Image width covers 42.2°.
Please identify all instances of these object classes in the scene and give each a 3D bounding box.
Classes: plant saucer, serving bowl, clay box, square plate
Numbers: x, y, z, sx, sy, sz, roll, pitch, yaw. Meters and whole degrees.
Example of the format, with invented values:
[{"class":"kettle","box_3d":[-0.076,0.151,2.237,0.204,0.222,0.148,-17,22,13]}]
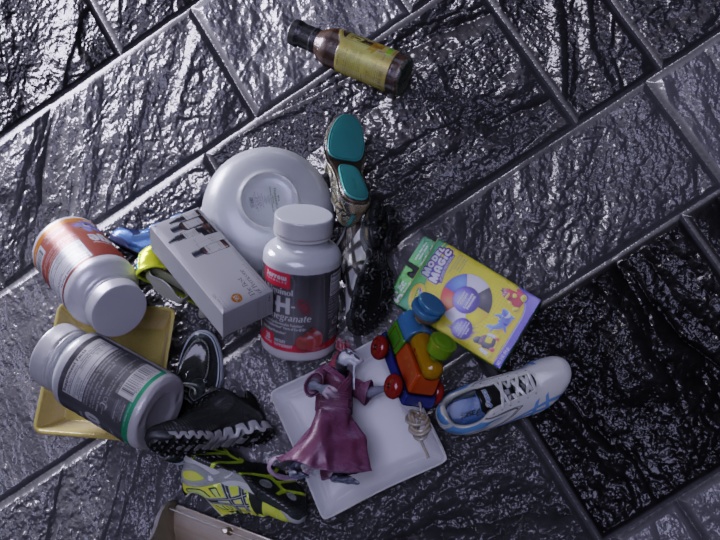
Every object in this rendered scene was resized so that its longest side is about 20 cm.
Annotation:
[{"class":"plant saucer","box_3d":[-0.374,0.154,1.398,0.198,0.048,0.202,2,73,14]},{"class":"serving bowl","box_3d":[-0.135,-0.093,1.369,0.198,0.066,0.202,2,76,-6]},{"class":"clay box","box_3d":[0.143,0.041,1.326,0.199,0.048,0.115,31,87,14]},{"class":"square plate","box_3d":[-0.004,0.221,1.333,0.199,0.028,0.199,-27,76,6]}]

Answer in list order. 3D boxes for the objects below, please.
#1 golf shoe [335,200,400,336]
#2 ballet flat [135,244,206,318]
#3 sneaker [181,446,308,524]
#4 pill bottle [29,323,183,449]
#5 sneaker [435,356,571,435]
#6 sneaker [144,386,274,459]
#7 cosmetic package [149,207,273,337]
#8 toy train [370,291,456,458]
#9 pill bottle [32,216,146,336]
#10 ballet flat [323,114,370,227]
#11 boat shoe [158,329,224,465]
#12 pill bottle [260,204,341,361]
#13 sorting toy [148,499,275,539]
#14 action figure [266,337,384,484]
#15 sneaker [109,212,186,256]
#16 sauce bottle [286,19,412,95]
[{"class":"golf shoe","box_3d":[0.000,0.000,1.352,0.094,0.078,0.202,-6,64,43]},{"class":"ballet flat","box_3d":[-0.238,0.032,1.362,0.199,0.067,0.067,29,127,-11]},{"class":"sneaker","box_3d":[-0.166,0.317,1.335,0.199,0.075,0.077,22,105,17]},{"class":"pill bottle","box_3d":[-0.357,0.157,1.307,0.199,0.113,0.114,25,85,20]},{"class":"sneaker","box_3d":[0.198,0.173,1.279,0.199,0.072,0.072,-24,74,5]},{"class":"sneaker","box_3d":[-0.219,0.209,1.316,0.066,0.199,0.091,-46,56,40]},{"class":"cosmetic package","box_3d":[-0.208,-0.002,1.287,0.082,0.051,0.200,-27,54,-28]},{"class":"toy train","box_3d":[0.091,0.133,1.236,0.116,0.084,0.201,-59,34,33]},{"class":"pill bottle","box_3d":[-0.396,0.011,1.373,0.112,0.112,0.200,-51,49,-1]},{"class":"ballet flat","box_3d":[-0.026,-0.143,1.374,0.067,0.076,0.201,10,46,-18]},{"class":"boat shoe","box_3d":[-0.249,0.185,1.367,0.071,0.071,0.202,7,81,13]},{"class":"pill bottle","box_3d":[-0.083,0.015,1.301,0.110,0.111,0.202,10,114,13]},{"class":"sorting toy","box_3d":[-0.214,0.397,1.264,0.198,0.180,0.108,16,83,14]},{"class":"action figure","box_3d":[-0.034,0.194,1.298,0.148,0.133,0.202,-23,55,50]},{"class":"sneaker","box_3d":[-0.280,-0.048,1.418,0.198,0.074,0.083,9,83,4]},{"class":"sauce bottle","box_3d":[-0.019,-0.330,1.419,0.199,0.065,0.065,25,85,13]}]
